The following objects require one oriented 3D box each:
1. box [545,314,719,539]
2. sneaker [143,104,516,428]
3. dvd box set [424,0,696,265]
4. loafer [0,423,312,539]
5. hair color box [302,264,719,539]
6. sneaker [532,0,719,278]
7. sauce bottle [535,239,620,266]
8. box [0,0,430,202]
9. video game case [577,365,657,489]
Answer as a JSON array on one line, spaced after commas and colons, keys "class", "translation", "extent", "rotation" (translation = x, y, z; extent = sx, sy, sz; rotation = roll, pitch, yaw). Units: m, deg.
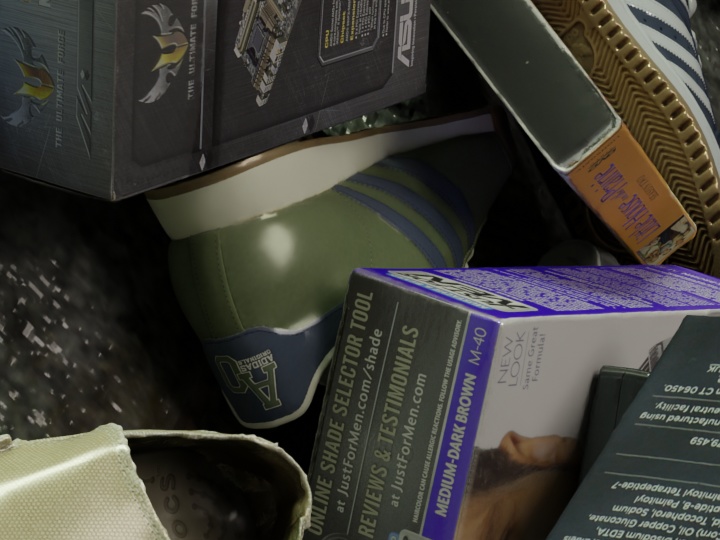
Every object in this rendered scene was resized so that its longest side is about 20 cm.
[{"class": "box", "translation": [0.134, 0.153, 0.780], "extent": [0.197, 0.124, 0.200], "rotation": [-54, 130, -31]}, {"class": "sneaker", "translation": [0.000, 0.000, 0.893], "extent": [0.200, 0.067, 0.090], "rotation": [-17, 92, -61]}, {"class": "dvd box set", "translation": [0.056, -0.078, 0.955], "extent": [0.147, 0.029, 0.200], "rotation": [54, 6, 16]}, {"class": "loafer", "translation": [-0.083, 0.076, 0.705], "extent": [0.200, 0.068, 0.076], "rotation": [-20, 81, -57]}, {"class": "hair color box", "translation": [0.066, 0.057, 0.880], "extent": [0.200, 0.065, 0.110], "rotation": [-1, 106, -52]}, {"class": "sneaker", "translation": [0.119, -0.076, 1.099], "extent": [0.108, 0.070, 0.200], "rotation": [-12, 71, -54]}, {"class": "sauce bottle", "translation": [0.141, 0.051, 1.031], "extent": [0.200, 0.065, 0.065], "rotation": [35, 39, -35]}, {"class": "box", "translation": [-0.037, -0.135, 0.788], "extent": [0.158, 0.048, 0.201], "rotation": [-23, 123, -49]}, {"class": "video game case", "translation": [0.122, 0.141, 0.877], "extent": [0.180, 0.025, 0.201], "rotation": [13, 86, -48]}]
